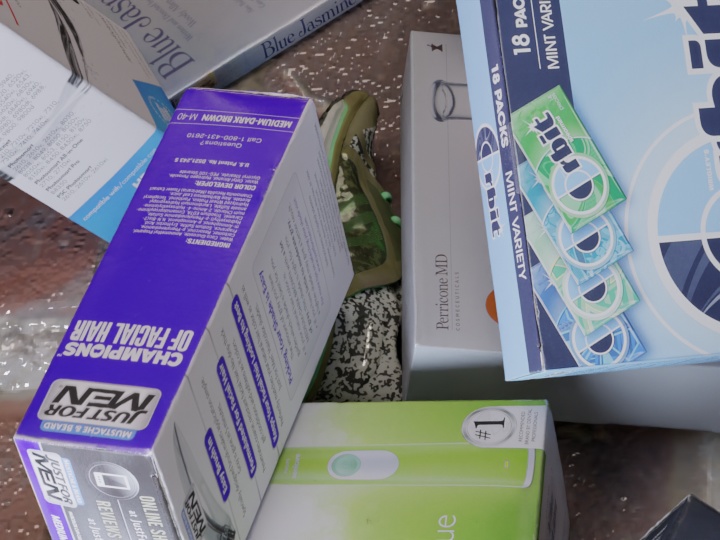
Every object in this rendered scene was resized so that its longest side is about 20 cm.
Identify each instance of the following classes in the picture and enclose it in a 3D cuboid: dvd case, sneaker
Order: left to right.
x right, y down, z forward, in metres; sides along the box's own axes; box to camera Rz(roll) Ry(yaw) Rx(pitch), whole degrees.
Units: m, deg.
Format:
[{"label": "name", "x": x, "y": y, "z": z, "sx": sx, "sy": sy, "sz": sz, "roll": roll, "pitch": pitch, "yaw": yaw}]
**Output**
[{"label": "dvd case", "x": -0.070, "y": -0.166, "z": 1.470, "sx": 0.200, "sy": 0.018, "sz": 0.143, "roll": -34, "pitch": 51, "yaw": -17}, {"label": "sneaker", "x": 0.000, "y": 0.000, "z": 1.290, "sx": 0.089, "sy": 0.077, "sz": 0.200, "roll": 20, "pitch": 47, "yaw": -11}]

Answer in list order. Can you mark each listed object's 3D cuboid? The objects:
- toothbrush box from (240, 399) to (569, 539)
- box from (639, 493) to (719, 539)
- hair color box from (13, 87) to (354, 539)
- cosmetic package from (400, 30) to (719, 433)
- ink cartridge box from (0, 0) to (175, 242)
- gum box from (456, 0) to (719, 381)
[{"label": "toothbrush box", "x": -0.019, "y": 0.135, "z": 1.145, "sx": 0.200, "sy": 0.086, "sz": 0.146, "roll": -1, "pitch": 48, "yaw": 13}, {"label": "box", "x": 0.122, "y": 0.212, "z": 0.992, "sx": 0.148, "sy": 0.107, "sz": 0.200, "roll": 33, "pitch": 57, "yaw": 0}, {"label": "hair color box", "x": -0.067, "y": 0.032, "z": 1.118, "sx": 0.065, "sy": 0.109, "sz": 0.200, "roll": 5, "pitch": 47, "yaw": 18}, {"label": "cosmetic package", "x": 0.095, "y": -0.021, "z": 1.259, "sx": 0.151, "sy": 0.052, "sz": 0.200, "roll": 3, "pitch": 48, "yaw": -3}, {"label": "ink cartridge box", "x": -0.178, "y": -0.106, "z": 1.313, "sx": 0.068, "sy": 0.200, "sz": 0.116, "roll": -44, "pitch": 48, "yaw": 12}, {"label": "gum box", "x": 0.149, "y": -0.046, "z": 1.170, "sx": 0.200, "sy": 0.045, "sz": 0.170, "roll": -5, "pitch": 84, "yaw": -21}]
